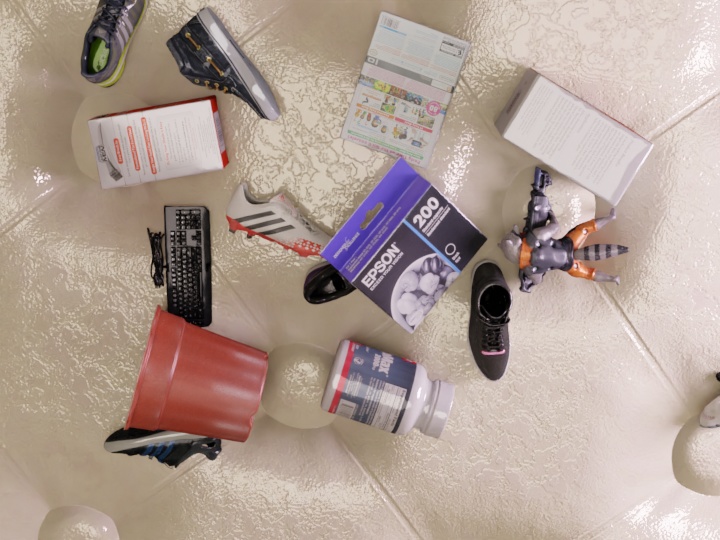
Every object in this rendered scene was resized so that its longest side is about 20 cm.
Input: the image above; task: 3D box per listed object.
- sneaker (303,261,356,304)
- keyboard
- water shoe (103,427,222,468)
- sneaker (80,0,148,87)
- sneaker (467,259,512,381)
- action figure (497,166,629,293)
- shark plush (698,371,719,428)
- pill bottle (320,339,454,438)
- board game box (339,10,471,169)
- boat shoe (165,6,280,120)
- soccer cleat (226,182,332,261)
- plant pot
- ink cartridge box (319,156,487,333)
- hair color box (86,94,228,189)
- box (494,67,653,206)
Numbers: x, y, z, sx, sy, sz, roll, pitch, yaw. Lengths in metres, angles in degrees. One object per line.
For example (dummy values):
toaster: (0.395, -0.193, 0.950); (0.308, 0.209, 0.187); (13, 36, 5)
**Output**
sneaker: (0.000, 0.000, 1.767); (0.199, 0.088, 0.076); (-31, 100, 10)
keyboard: (-0.294, -0.003, 1.808); (0.102, 0.040, 0.203); (0, 103, 2)
water shoe: (-0.330, 0.297, 1.866); (0.197, 0.072, 0.080); (-9, 105, 6)
sneaker: (-0.376, -0.373, 1.699); (0.073, 0.081, 0.202); (17, 104, -2)
sneaker: (0.206, 0.092, 1.774); (0.070, 0.099, 0.203); (-4, 105, 2)
action figure: (0.309, -0.055, 1.733); (0.191, 0.105, 0.203); (-5, 106, -6)
shark plush: (0.650, 0.215, 1.818); (0.197, 0.091, 0.084); (-8, 125, -16)
pill bottle: (0.045, 0.196, 1.797); (0.197, 0.120, 0.121); (18, 104, -2)
board game box: (0.068, -0.276, 1.710); (0.146, 0.064, 0.202); (20, 102, -1)
boat shoe: (-0.210, -0.297, 1.720); (0.090, 0.071, 0.201); (-35, 93, 12)
soccer cleat: (-0.116, -0.077, 1.767); (0.198, 0.069, 0.086); (19, 108, 3)
plant pot: (-0.257, 0.178, 1.782); (0.193, 0.201, 0.203); (16, 104, -10)
ink cartridge box: (0.070, -0.037, 1.726); (0.200, 0.043, 0.199); (40, 90, -27)
hair color box: (-0.315, -0.201, 1.748); (0.197, 0.064, 0.112); (-9, 104, 4)
box: (0.313, -0.203, 1.669); (0.198, 0.152, 0.107); (30, 103, -5)
